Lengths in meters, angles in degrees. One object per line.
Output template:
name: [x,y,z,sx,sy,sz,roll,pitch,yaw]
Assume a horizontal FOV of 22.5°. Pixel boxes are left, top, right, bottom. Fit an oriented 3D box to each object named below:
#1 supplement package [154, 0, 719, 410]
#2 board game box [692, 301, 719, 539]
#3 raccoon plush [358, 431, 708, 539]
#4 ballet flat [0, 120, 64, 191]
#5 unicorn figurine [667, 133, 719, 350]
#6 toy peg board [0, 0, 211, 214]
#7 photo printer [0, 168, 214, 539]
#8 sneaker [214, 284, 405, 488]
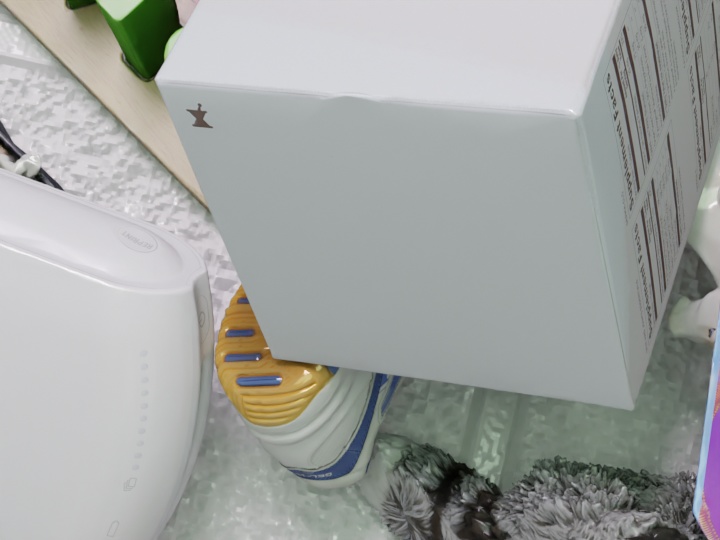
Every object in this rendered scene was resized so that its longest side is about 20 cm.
supplement package: [0.047,-0.081,0.676,0.150,0.151,0.201,7,52,23]
board game box: [0.212,0.045,0.680,0.156,0.039,0.202,11,80,-5]
raccoon plush: [0.113,0.095,0.759,0.133,0.097,0.200,-21,49,-40]
ballet flat: [-0.189,-0.055,0.804,0.200,0.073,0.073,43,84,10]
unicorn figurine: [0.140,-0.047,0.759,0.137,0.074,0.201,23,77,33]
toy peg board: [-0.065,-0.169,0.805,0.200,0.098,0.199,44,84,9]
photo printer: [-0.160,0.038,0.750,0.198,0.070,0.168,21,117,6]
sneaker: [0.000,0.000,0.785,0.075,0.088,0.201,7,53,30]
